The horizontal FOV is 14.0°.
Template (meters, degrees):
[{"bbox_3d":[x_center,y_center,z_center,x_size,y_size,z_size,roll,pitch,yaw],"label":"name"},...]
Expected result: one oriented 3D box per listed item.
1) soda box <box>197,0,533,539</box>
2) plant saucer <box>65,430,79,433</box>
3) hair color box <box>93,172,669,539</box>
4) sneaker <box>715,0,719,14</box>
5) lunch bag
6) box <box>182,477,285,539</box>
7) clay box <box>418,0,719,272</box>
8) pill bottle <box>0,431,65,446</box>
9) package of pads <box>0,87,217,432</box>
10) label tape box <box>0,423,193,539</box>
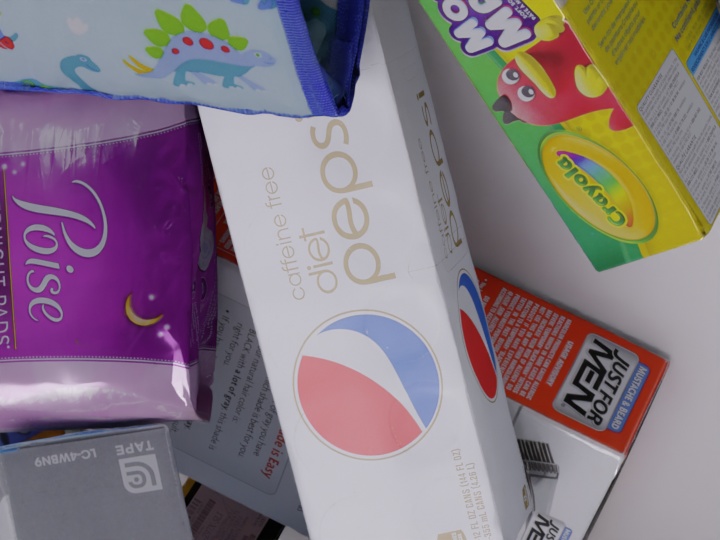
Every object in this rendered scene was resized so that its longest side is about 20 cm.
[{"bbox_3d":[0.000,0.000,0.985,0.068,0.064,0.201,-13,98,13],"label":"soda box"},{"bbox_3d":[-0.197,0.105,1.236,0.200,0.050,0.200,14,132,16],"label":"plant saucer"},{"bbox_3d":[-0.001,0.043,1.079,0.200,0.064,0.111,27,132,6],"label":"hair color box"},{"bbox_3d":[0.205,-0.094,0.870,0.200,0.074,0.089,-5,142,27],"label":"sneaker"},{"bbox_3d":[-0.081,-0.149,0.908,0.170,0.127,0.201,7,111,22],"label":"lunch bag"},{"bbox_3d":[-0.110,0.194,1.189,0.049,0.160,0.200,30,134,0],"label":"box"},{"bbox_3d":[0.055,-0.113,0.889,0.048,0.115,0.200,-20,115,37],"label":"clay box"},{"bbox_3d":[-0.193,0.006,1.088,0.112,0.112,0.200,-20,96,37],"label":"pill bottle"},{"bbox_3d":[-0.149,-0.004,0.993,0.199,0.076,0.121,-3,95,0],"label":"package of pads"},{"bbox_3d":[-0.085,0.170,0.993,0.066,0.201,0.143,-6,160,-16],"label":"label tape box"}]
